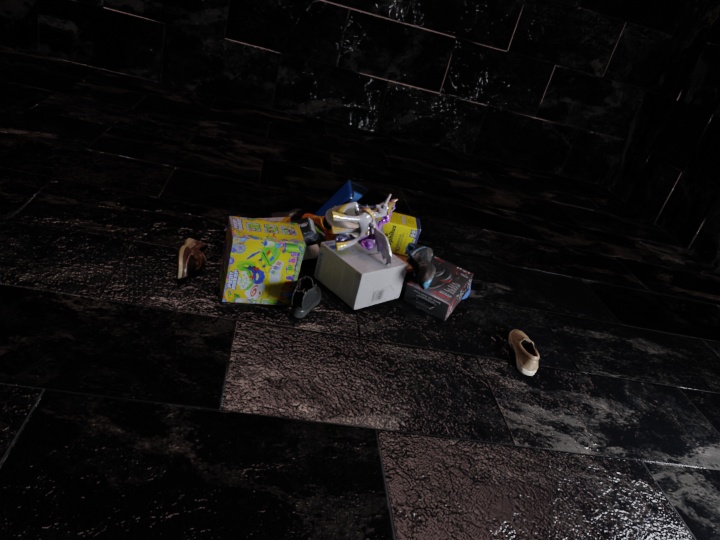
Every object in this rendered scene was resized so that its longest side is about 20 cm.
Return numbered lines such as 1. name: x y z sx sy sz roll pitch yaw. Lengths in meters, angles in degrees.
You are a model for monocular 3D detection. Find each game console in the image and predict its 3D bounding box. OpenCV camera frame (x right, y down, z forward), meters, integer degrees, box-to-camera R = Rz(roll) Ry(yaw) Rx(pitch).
1. game console: -0.066 -0.213 2.004 0.118 0.200 0.171 35 25 -28

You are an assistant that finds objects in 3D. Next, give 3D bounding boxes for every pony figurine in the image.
1. pony figurine: 0.018 -0.121 1.642 0.200 0.193 0.167 -12 30 -10

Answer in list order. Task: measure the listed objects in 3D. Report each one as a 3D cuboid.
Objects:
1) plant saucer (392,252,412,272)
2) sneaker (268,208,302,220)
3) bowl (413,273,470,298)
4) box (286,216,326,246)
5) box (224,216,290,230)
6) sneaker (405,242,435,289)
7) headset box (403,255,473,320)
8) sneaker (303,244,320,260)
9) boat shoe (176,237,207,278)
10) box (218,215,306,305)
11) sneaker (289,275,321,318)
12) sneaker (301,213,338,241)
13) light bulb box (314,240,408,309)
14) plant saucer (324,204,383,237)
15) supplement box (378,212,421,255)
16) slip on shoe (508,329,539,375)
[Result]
1. plant saucer: 0.106 -0.054 1.980 0.200 0.032 0.200 13 26 -7
2. sneaker: -0.272 -0.180 1.972 0.091 0.076 0.200 18 24 18
3. bowl: 0.279 0.030 1.906 0.200 0.039 0.201 12 27 -6
4. box: -0.217 -0.098 1.673 0.193 0.048 0.200 -16 -9 6
5. box: -0.337 -0.135 1.827 0.200 0.042 0.119 -3 23 15
6. sneaker: 0.174 -0.014 1.697 0.082 0.073 0.200 23 29 -13
7. headset box: 0.239 0.057 1.748 0.148 0.075 0.200 27 45 21
8. sneaker: -0.181 -0.092 1.863 0.099 0.078 0.200 10 33 -32
9. boat shoe: -0.469 -0.034 1.583 0.072 0.072 0.200 10 21 -9
10. box: -0.269 -0.023 1.518 0.192 0.200 0.122 5 31 -22
11. sneaker: -0.145 0.058 1.542 0.060 0.104 0.200 20 27 7
12. sneaker: -0.125 -0.156 1.864 0.073 0.077 0.200 -20 36 -35
13. light bulb box: 0.000 0.000 1.712 0.198 0.125 0.200 -11 36 -41
14. plant saucer: -0.014 -0.169 1.817 0.200 0.050 0.200 15 31 -9
15. supplement box: 0.100 -0.139 1.983 0.200 0.109 0.110 12 27 -5
16. slip on shoe: 0.474 0.220 1.622 0.076 0.061 0.200 17 27 2
